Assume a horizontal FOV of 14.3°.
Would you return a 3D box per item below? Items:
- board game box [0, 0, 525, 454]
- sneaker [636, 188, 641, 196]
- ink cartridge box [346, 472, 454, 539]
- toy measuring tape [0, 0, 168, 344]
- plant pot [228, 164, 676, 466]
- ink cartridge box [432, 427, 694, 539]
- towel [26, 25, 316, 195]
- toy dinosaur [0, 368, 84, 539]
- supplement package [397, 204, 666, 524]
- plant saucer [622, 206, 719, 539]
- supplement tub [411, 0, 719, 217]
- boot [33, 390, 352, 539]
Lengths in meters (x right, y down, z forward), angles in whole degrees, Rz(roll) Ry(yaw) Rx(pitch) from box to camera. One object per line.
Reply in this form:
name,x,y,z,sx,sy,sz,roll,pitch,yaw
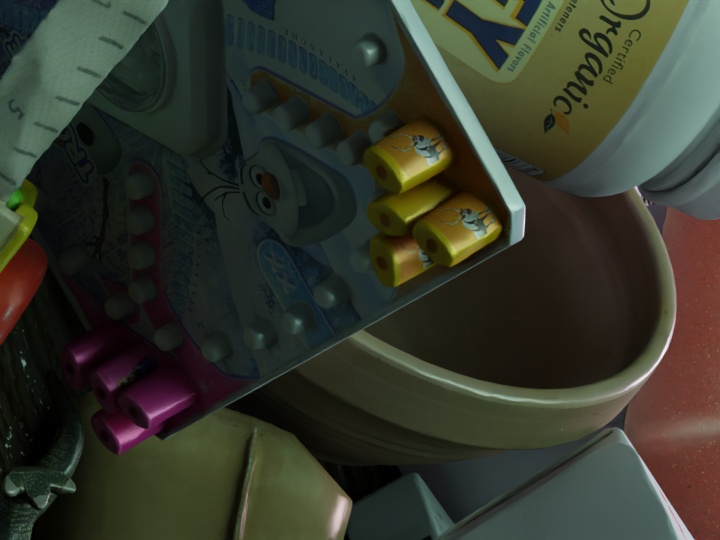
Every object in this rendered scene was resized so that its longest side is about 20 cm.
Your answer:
board game box,-0.065,-0.062,0.771,0.026,0.200,0.201,-30,90,-37
sneaker,0.073,-0.040,1.181,0.200,0.074,0.088,21,70,-58
ink cartridge box,0.050,0.172,1.027,0.100,0.039,0.200,56,7,-39
toy measuring tape,-0.100,-0.031,0.770,0.073,0.200,0.074,29,32,-20
plant pot,0.000,0.000,0.976,0.200,0.093,0.201,23,34,-17
ink cartridge box,0.111,0.170,0.955,0.200,0.083,0.146,53,8,-44
towel,-0.061,-0.112,0.838,0.048,0.200,0.172,3,79,-35
toy dinosaur,-0.124,0.109,0.790,0.077,0.102,0.201,20,49,-25
supplement package,0.107,0.090,1.156,0.201,0.121,0.120,64,33,-28
plant saucer,0.168,0.050,1.114,0.200,0.037,0.200,58,35,-38
supplement tub,0.052,-0.112,0.933,0.199,0.144,0.145,24,55,-14
boot,-0.024,0.142,0.866,0.174,0.066,0.201,20,48,-12
